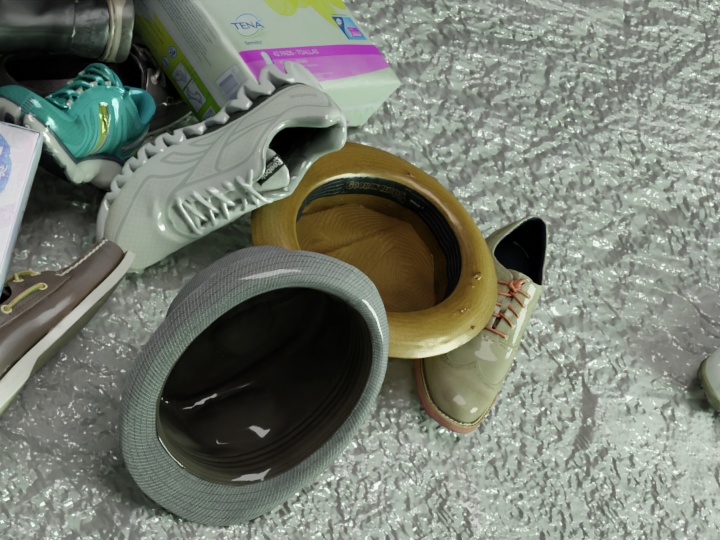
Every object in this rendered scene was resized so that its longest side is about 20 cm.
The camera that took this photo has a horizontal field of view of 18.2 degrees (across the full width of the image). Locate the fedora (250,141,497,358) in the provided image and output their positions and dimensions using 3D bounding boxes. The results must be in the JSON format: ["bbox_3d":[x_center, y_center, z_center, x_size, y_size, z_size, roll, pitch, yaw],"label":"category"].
[{"bbox_3d":[0.000,0.000,1.628,0.200,0.082,0.201,17,48,-20],"label":"fedora"}]

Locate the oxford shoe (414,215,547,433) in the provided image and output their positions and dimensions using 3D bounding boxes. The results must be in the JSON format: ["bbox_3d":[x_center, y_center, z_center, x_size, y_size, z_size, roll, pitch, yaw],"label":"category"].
[{"bbox_3d":[0.092,0.033,1.665,0.070,0.075,0.200,28,45,-10],"label":"oxford shoe"}]

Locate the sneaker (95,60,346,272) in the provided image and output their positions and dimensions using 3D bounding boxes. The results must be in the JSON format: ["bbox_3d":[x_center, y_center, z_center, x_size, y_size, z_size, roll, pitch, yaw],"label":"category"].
[{"bbox_3d":[-0.097,-0.065,1.561,0.200,0.075,0.081,-39,44,-9],"label":"sneaker"}]

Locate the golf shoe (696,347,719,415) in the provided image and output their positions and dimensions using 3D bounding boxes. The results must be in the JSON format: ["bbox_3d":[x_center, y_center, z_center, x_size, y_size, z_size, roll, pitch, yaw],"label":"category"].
[{"bbox_3d":[0.356,0.070,1.790,0.199,0.092,0.073,-5,59,-33],"label":"golf shoe"}]

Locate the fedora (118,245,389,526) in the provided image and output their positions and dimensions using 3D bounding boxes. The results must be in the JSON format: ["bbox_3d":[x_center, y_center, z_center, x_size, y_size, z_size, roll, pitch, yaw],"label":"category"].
[{"bbox_3d":[-0.079,0.060,1.489,0.177,0.200,0.090,31,12,-34],"label":"fedora"}]

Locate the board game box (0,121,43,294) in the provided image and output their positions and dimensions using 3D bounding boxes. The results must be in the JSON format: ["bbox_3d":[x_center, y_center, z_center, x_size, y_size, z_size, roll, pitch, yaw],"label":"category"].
[{"bbox_3d":[-0.318,-0.016,1.396,0.199,0.041,0.201,15,68,-4],"label":"board game box"}]

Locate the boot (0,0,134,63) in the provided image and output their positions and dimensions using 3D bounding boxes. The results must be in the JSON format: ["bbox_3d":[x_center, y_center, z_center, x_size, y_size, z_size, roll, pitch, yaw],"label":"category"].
[{"bbox_3d":[-0.262,-0.194,1.585,0.150,0.073,0.200,-5,28,-31],"label":"boot"}]

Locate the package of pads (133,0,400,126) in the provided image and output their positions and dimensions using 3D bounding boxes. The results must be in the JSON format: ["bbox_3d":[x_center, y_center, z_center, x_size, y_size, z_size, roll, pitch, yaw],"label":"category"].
[{"bbox_3d":[-0.078,-0.180,1.705,0.155,0.068,0.200,54,30,15],"label":"package of pads"}]

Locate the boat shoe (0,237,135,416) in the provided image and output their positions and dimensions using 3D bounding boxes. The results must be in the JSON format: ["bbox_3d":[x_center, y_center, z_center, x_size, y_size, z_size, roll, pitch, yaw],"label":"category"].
[{"bbox_3d":[-0.221,0.035,1.472,0.059,0.072,0.200,41,50,-1],"label":"boat shoe"}]

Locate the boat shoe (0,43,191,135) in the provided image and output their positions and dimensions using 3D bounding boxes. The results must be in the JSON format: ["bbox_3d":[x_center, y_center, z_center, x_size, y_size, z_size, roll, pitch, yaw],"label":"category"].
[{"bbox_3d":[-0.189,-0.136,1.638,0.199,0.057,0.067,-11,62,-38],"label":"boat shoe"}]

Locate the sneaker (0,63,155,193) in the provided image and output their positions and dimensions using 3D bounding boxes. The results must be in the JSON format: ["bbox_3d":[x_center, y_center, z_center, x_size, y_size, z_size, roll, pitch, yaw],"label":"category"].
[{"bbox_3d":[-0.197,-0.107,1.534,0.077,0.080,0.200,32,5,13],"label":"sneaker"}]
